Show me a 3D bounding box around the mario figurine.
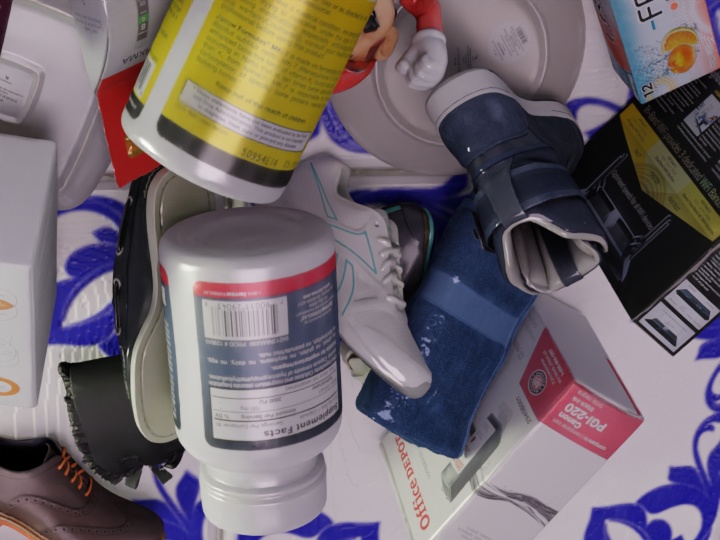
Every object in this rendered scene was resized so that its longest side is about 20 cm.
[{"bbox_3d":[0.021,-0.200,0.903,0.201,0.123,0.106,-52,145,10],"label":"mario figurine"}]

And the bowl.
[{"bbox_3d":[-0.239,-0.136,0.920,0.198,0.075,0.201,20,115,-21],"label":"bowl"}]

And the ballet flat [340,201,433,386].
[{"bbox_3d":[0.016,0.041,1.090,0.072,0.073,0.203,-3,116,-11],"label":"ballet flat"}]

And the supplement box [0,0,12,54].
[{"bbox_3d":[-0.233,-0.220,0.794,0.084,0.110,0.203,12,85,-19],"label":"supplement box"}]

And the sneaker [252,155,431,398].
[{"bbox_3d":[0.000,0.000,1.000,0.080,0.201,0.070,-35,161,3],"label":"sneaker"}]

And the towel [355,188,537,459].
[{"bbox_3d":[0.078,0.041,1.058,0.111,0.048,0.202,32,86,-45],"label":"towel"}]

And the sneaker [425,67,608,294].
[{"bbox_3d":[0.129,-0.051,0.971,0.077,0.148,0.201,-36,159,23],"label":"sneaker"}]

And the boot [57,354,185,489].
[{"bbox_3d":[-0.157,0.070,1.072,0.160,0.074,0.200,-14,118,7],"label":"boot"}]

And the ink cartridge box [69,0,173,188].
[{"bbox_3d":[-0.107,-0.169,0.895,0.160,0.050,0.203,-32,127,-33],"label":"ink cartridge box"}]

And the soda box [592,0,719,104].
[{"bbox_3d":[0.191,-0.222,0.965,0.068,0.064,0.202,-23,123,3],"label":"soda box"}]

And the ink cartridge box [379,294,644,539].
[{"bbox_3d":[0.115,0.133,1.121,0.084,0.146,0.201,27,112,-27],"label":"ink cartridge box"}]

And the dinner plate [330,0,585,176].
[{"bbox_3d":[0.072,-0.155,1.006,0.197,0.024,0.203,-6,122,-9],"label":"dinner plate"}]

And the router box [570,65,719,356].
[{"bbox_3d":[0.234,-0.058,0.995,0.052,0.201,0.157,36,110,-29],"label":"router box"}]

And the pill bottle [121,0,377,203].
[{"bbox_3d":[-0.057,-0.154,0.840,0.113,0.114,0.202,21,106,-23],"label":"pill bottle"}]

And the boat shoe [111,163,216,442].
[{"bbox_3d":[-0.146,0.019,0.985,0.074,0.066,0.203,-13,112,-38],"label":"boat shoe"}]

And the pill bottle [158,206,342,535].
[{"bbox_3d":[-0.072,0.069,0.941,0.118,0.120,0.203,-5,110,-9],"label":"pill bottle"}]

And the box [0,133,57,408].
[{"bbox_3d":[-0.272,0.000,0.928,0.122,0.099,0.201,9,147,-8],"label":"box"}]

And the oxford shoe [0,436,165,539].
[{"bbox_3d":[-0.244,0.183,1.122,0.198,0.071,0.073,20,111,-22],"label":"oxford shoe"}]
